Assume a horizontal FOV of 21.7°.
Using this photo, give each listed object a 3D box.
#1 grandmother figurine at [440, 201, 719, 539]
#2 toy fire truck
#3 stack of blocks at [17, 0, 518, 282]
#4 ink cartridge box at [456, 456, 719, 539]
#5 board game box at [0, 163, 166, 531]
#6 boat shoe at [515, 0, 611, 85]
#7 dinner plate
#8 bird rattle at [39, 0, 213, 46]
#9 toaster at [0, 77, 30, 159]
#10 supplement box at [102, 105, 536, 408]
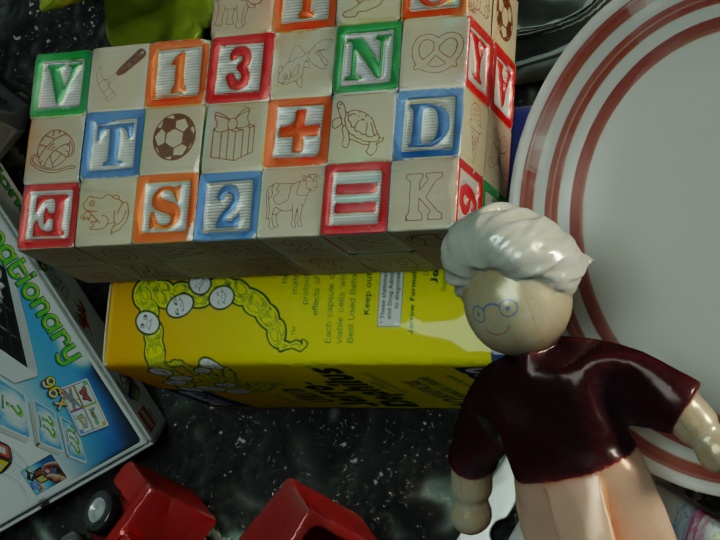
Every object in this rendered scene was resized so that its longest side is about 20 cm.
[{"bbox_3d":[0.080,0.071,0.693,0.120,0.061,0.202,-18,94,20],"label":"grandmother figurine"},{"bbox_3d":[-0.090,0.161,0.840,0.201,0.049,0.141,-54,38,5],"label":"toy fire truck"},{"bbox_3d":[-0.039,-0.060,0.777,0.198,0.059,0.116,-3,74,24],"label":"stack of blocks"},{"bbox_3d":[0.113,0.148,0.771,0.199,0.068,0.116,31,91,28],"label":"ink cartridge box"},{"bbox_3d":[-0.200,0.025,0.907,0.126,0.035,0.201,-29,100,14],"label":"board game box"},{"bbox_3d":[0.032,-0.127,0.886,0.198,0.057,0.069,0,76,25],"label":"boat shoe"},{"bbox_3d":[0.144,-0.017,0.694,0.199,0.024,0.202,2,94,35],"label":"dinner plate"},{"bbox_3d":[-0.108,-0.211,0.952,0.162,0.112,0.201,18,81,44],"label":"bird rattle"},{"bbox_3d":[-0.280,-0.088,0.987,0.200,0.113,0.130,38,96,25],"label":"toaster"},{"bbox_3d":[0.000,0.000,0.838,0.198,0.109,0.111,-2,76,24],"label":"supplement box"}]
